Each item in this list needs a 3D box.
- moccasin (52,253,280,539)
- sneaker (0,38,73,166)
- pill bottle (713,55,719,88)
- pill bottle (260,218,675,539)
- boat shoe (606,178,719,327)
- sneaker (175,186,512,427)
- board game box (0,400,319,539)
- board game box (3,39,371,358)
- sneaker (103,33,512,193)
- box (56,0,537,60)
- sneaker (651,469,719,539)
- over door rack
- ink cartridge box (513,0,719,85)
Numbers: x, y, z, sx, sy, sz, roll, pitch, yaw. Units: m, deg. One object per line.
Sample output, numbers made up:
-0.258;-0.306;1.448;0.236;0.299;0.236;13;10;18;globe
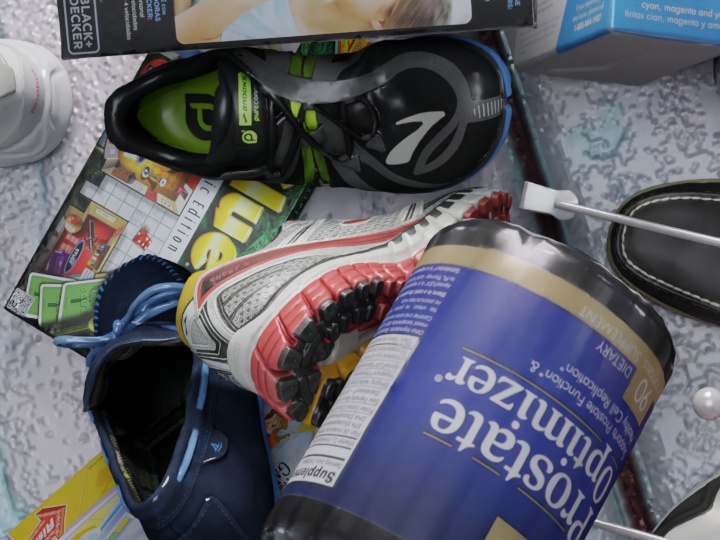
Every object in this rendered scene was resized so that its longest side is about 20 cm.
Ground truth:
-0.082;0.047;0.838;0.080;0.068;0.200;-43;36;7;moccasin
-0.246;-0.088;0.940;0.199;0.099;0.078;-7;82;9;sneaker
0.212;-0.177;0.868;0.106;0.106;0.201;2;84;10;pill bottle
0.031;0.090;0.756;0.111;0.112;0.200;26;71;12;pill bottle
0.207;-0.001;0.868;0.200;0.066;0.072;15;88;12;boat shoe
0.000;0.000;0.847;0.082;0.200;0.078;22;114;29;sneaker
-0.079;0.112;0.870;0.200;0.134;0.034;-42;122;-2;board game box
-0.079;-0.043;0.946;0.104;0.023;0.201;29;89;10;board game box
-0.026;-0.065;0.864;0.199;0.083;0.071;1;101;28;sneaker
-0.028;-0.130;0.853;0.199;0.117;0.060;-3;100;0;box
0.212;0.105;0.850;0.199;0.080;0.074;-22;83;9;sneaker
0.132;0.051;0.830;0.199;0.067;0.148;15;91;31;over door rack
0.123;-0.192;0.870;0.068;0.115;0.201;5;86;-16;ink cartridge box
